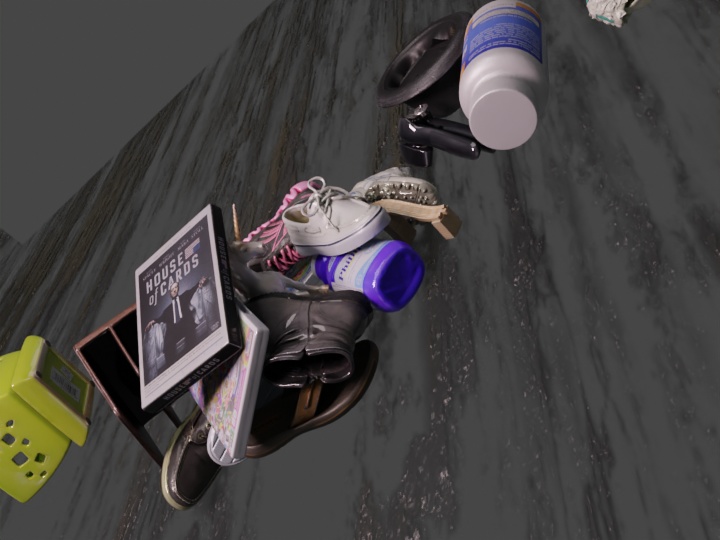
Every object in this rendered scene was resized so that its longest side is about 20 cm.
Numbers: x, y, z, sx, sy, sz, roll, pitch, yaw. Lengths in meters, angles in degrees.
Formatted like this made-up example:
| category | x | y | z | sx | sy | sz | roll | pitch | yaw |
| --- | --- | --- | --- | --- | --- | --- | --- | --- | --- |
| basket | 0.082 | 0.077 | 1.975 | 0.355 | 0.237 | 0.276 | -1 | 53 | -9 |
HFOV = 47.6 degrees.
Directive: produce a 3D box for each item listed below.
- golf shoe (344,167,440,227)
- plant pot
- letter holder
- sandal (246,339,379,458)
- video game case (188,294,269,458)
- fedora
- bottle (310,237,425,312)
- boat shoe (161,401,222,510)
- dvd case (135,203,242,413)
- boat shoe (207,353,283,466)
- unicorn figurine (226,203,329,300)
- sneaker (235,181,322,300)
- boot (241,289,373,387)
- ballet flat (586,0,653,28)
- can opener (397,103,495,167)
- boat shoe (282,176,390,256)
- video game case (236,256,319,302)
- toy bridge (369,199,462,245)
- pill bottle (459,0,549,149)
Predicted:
| category | x | y | z | sx | sy | sz | roll | pitch | yaw |
| --- | --- | --- | --- | --- | --- | --- | --- | --- | --- |
| golf shoe | 0.047 | -0.111 | 1.093 | 0.098 | 0.079 | 0.199 | -52 | 26 | -22 |
| plant pot | -0.595 | 0.252 | 1.468 | 0.180 | 0.201 | 0.200 | -37 | 26 | 5 |
| letter holder | -0.259 | 0.166 | 1.052 | 0.100 | 0.202 | 0.142 | -35 | 52 | -14 |
| sandal | -0.066 | 0.139 | 0.926 | 0.198 | 0.055 | 0.082 | -30 | 34 | 9 |
| video game case | -0.157 | 0.105 | 0.939 | 0.199 | 0.018 | 0.146 | 31 | 111 | 60 |
| fedora | 0.113 | -0.284 | 1.200 | 0.200 | 0.091 | 0.202 | -39 | 25 | 22 |
| bottle | 0.000 | 0.000 | 1.019 | 0.084 | 0.065 | 0.199 | -55 | 27 | -12 |
| boat shoe | -0.185 | 0.201 | 1.028 | 0.066 | 0.072 | 0.203 | -30 | 27 | 41 |
| dvd case | -0.204 | 0.041 | 0.945 | 0.149 | 0.025 | 0.203 | -36 | 49 | 25 |
| boat shoe | -0.119 | 0.155 | 1.012 | 0.201 | 0.072 | 0.062 | -54 | 4 | -22 |
| unicorn figurine | -0.108 | 0.023 | 1.021 | 0.201 | 0.135 | 0.075 | 110 | 173 | -55 |
| sneaker | -0.102 | -0.038 | 1.159 | 0.095 | 0.079 | 0.202 | 23 | 75 | 50 |
| boot | -0.088 | 0.080 | 0.915 | 0.196 | 0.071 | 0.132 | -14 | 22 | 23 |
| ballet flat | 0.361 | -0.372 | 0.984 | 0.200 | 0.072 | 0.072 | -47 | 26 | 8 |
| can opener | 0.115 | -0.180 | 1.100 | 0.063 | 0.080 | 0.199 | -32 | 27 | -22 |
| boat shoe | -0.042 | -0.074 | 1.022 | 0.074 | 0.087 | 0.201 | -42 | 19 | -23 |
| video game case | -0.117 | 0.007 | 1.230 | 0.144 | 0.018 | 0.200 | -49 | 26 | -2 |
| toy bridge | 0.042 | -0.059 | 1.033 | 0.198 | 0.067 | 0.027 | -11 | 42 | 52 |
| pill bottle | 0.179 | -0.242 | 1.017 | 0.111 | 0.112 | 0.202 | -29 | 31 | 33 |
